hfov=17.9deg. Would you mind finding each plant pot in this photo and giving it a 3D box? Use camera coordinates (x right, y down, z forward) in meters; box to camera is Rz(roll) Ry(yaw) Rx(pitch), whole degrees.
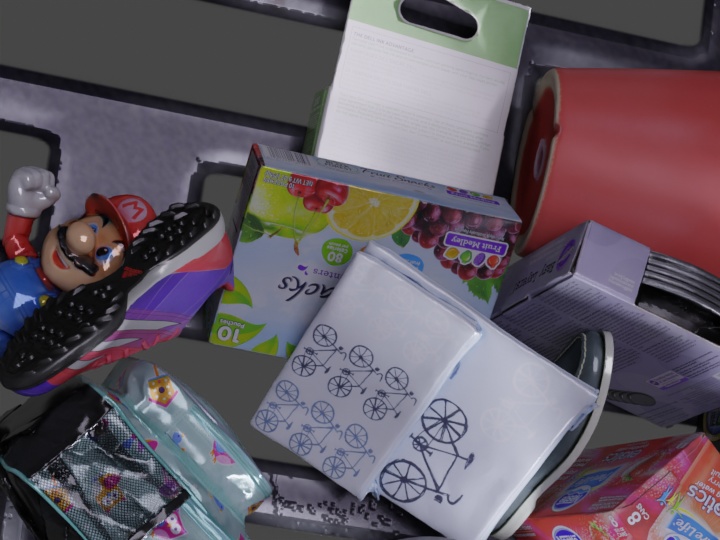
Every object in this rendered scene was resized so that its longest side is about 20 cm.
[{"bbox_3d":[0.212,-0.064,1.694,0.177,0.200,0.201,11,80,-7],"label":"plant pot"}]

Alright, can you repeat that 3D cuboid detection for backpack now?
[{"bbox_3d":[-0.146,0.159,1.553,0.153,0.176,0.200,-36,99,-14],"label":"backpack"}]

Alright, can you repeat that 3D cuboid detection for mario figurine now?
[{"bbox_3d":[-0.229,0.004,1.578,0.200,0.106,0.124,-32,110,-14],"label":"mario figurine"}]

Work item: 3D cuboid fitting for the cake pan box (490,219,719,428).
[{"bbox_3d":[0.196,0.042,1.661,0.184,0.200,0.052,23,69,-13],"label":"cake pan box"}]

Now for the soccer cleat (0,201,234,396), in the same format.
[{"bbox_3d":[-0.158,0.034,1.540,0.200,0.068,0.073,-42,129,-33],"label":"soccer cleat"}]

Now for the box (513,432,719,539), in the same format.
[{"bbox_3d":[0.198,0.188,1.645,0.095,0.200,0.100,-36,95,-20],"label":"box"}]

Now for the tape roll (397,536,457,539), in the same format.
[{"bbox_3d":[0.027,0.286,1.564,0.202,0.139,0.204,-1,88,21],"label":"tape roll"}]

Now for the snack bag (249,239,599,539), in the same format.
[{"bbox_3d":[0.042,0.099,1.619,0.200,0.189,0.021,34,33,-1],"label":"snack bag"}]

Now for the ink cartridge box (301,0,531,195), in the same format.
[{"bbox_3d":[0.038,-0.117,1.709,0.145,0.048,0.201,15,79,-16],"label":"ink cartridge box"}]

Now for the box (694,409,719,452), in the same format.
[{"bbox_3d":[0.293,0.160,1.701,0.044,0.160,0.201,21,79,-16],"label":"box"}]

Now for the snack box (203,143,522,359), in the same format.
[{"bbox_3d":[0.000,0.000,1.651,0.199,0.053,0.143,11,112,-16],"label":"snack box"}]

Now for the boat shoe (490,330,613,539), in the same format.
[{"bbox_3d":[0.118,0.116,1.646,0.062,0.200,0.073,20,37,-15],"label":"boat shoe"}]
